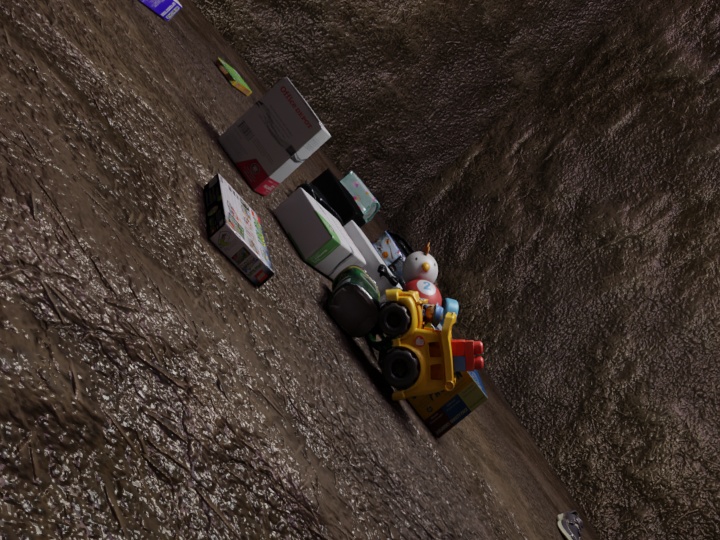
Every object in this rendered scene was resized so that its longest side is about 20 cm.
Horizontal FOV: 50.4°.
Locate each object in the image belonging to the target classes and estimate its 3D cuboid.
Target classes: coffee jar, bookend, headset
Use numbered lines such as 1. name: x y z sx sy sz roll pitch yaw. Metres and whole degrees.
1. coffee jar: -0.011 0.056 1.521 0.105 0.085 0.200 48 8 -7
2. bookend: -0.052 -0.179 2.378 0.201 0.091 0.200 58 8 30
3. headset: 0.060 0.076 1.607 0.094 0.122 0.202 45 31 -24

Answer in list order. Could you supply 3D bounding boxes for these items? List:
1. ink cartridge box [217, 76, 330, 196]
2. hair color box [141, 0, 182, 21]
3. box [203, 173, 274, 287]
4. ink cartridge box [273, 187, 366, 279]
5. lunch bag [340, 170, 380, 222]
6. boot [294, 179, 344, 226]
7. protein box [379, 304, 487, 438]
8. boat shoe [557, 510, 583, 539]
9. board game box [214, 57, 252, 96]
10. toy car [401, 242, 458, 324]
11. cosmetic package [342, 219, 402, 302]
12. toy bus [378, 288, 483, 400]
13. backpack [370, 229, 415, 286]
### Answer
1. ink cartridge box: -0.180 -0.282 1.625 0.146 0.199 0.083 52 8 13
2. hair color box: -0.558 -0.747 2.027 0.110 0.064 0.200 51 9 3
3. box: -0.189 -0.065 1.175 0.110 0.034 0.201 49 8 -29
4. ink cartridge box: -0.084 -0.070 1.666 0.147 0.084 0.200 56 8 26
5. lunch bag: -0.011 -0.283 3.051 0.171 0.121 0.200 50 -1 9
6. boot: -0.104 -0.151 2.018 0.200 0.073 0.162 52 4 -1
7. protein box: 0.151 0.206 1.622 0.200 0.134 0.200 51 7 -4
8. boat shoe: 0.626 0.755 2.265 0.073 0.064 0.200 54 8 8
9. board game box: -0.420 -0.640 2.534 0.096 0.030 0.200 52 4 4
10. toy car: 0.150 0.021 1.923 0.179 0.206 0.177 13 -13 -10
11. cosmetic package: 0.000 0.000 1.769 0.202 0.112 0.081 57 8 25
12. toy bus: 0.132 0.130 1.422 0.136 0.186 0.206 8 76 -79
13. backpack: 0.105 -0.026 2.409 0.194 0.152 0.200 60 2 5
